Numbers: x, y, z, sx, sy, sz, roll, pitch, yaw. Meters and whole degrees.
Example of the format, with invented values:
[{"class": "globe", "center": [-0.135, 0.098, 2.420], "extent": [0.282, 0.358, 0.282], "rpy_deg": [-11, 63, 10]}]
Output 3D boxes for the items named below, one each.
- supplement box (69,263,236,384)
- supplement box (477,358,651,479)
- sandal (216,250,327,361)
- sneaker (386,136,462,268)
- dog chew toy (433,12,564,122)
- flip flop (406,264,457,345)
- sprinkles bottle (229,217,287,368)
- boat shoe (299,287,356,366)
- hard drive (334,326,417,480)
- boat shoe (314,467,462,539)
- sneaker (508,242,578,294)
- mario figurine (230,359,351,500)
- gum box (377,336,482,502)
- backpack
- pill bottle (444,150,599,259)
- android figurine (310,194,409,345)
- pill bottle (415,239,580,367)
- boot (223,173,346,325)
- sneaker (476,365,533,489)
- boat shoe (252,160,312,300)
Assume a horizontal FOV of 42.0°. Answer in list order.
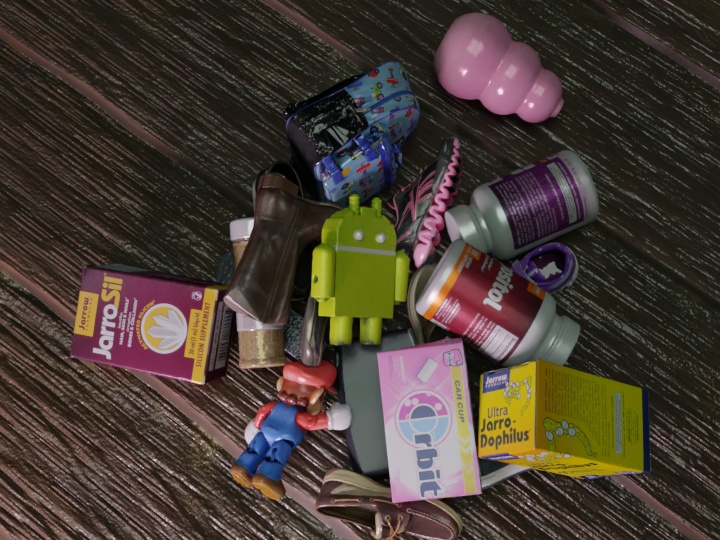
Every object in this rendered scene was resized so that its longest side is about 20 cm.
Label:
[{"class": "supplement box", "center": [-0.280, 0.070, 1.291], "extent": [0.197, 0.103, 0.133], "rpy_deg": [9, 92, 11]}, {"class": "supplement box", "center": [0.258, 0.193, 1.187], "extent": [0.198, 0.108, 0.111], "rpy_deg": [17, 67, -29]}, {"class": "sandal", "center": [-0.132, 0.056, 1.346], "extent": [0.076, 0.043, 0.200], "rpy_deg": [-44, 89, 0]}, {"class": "sneaker", "center": [0.087, -0.107, 1.359], "extent": [0.094, 0.079, 0.202], "rpy_deg": [17, 77, 18]}, {"class": "dog chew toy", "center": [0.207, -0.287, 1.370], "extent": [0.199, 0.125, 0.125], "rpy_deg": [31, 80, 0]}, {"class": "flip flop", "center": [0.109, 0.087, 1.293], "extent": [0.080, 0.057, 0.203], "rpy_deg": [16, 63, -29]}, {"class": "sprinkles bottle", "center": [-0.139, 0.030, 1.280], "extent": [0.067, 0.068, 0.203], "rpy_deg": [-4, 86, 1]}, {"class": "boat shoe", "center": [-0.036, 0.042, 1.303], "extent": [0.072, 0.075, 0.202], "rpy_deg": [14, 58, -3]}, {"class": "hard drive", "center": [0.037, 0.184, 1.304], "extent": [0.133, 0.042, 0.203], "rpy_deg": [-10, 77, 0]}, {"class": "boat shoe", "center": [0.035, 0.328, 1.244], "extent": [0.198, 0.073, 0.072], "rpy_deg": [18, 41, 10]}, {"class": "sneaker", "center": [0.222, 0.022, 1.311], "extent": [0.199, 0.089, 0.081], "rpy_deg": [-35, 79, -4]}, {"class": "mario figurine", "center": [-0.088, 0.215, 1.282], "extent": [0.123, 0.106, 0.201], "rpy_deg": [30, 68, 2]}, {"class": "gum box", "center": [0.089, 0.190, 1.210], "extent": [0.112, 0.066, 0.203], "rpy_deg": [-8, 77, 7]}, {"class": "backpack", "center": [0.004, -0.190, 1.323], "extent": [0.199, 0.183, 0.135], "rpy_deg": [-33, 74, -11]}, {"class": "pill bottle", "center": [0.223, -0.083, 1.319], "extent": [0.198, 0.112, 0.113], "rpy_deg": [-23, 77, -6]}, {"class": "android figurine", "center": [0.000, 0.000, 1.266], "extent": [0.041, 0.181, 0.203], "rpy_deg": [3, 87, 42]}, {"class": "pill bottle", "center": [0.181, 0.055, 1.229], "extent": [0.199, 0.113, 0.114], "rpy_deg": [31, 80, 1]}, {"class": "boot", "center": [-0.083, -0.003, 1.243], "extent": [0.185, 0.064, 0.202], "rpy_deg": [25, 60, -28]}, {"class": "sneaker", "center": [0.173, 0.210, 1.268], "extent": [0.200, 0.077, 0.148], "rpy_deg": [-18, 88, -12]}, {"class": "boat shoe", "center": [-0.107, -0.058, 1.339], "extent": [0.073, 0.063, 0.204], "rpy_deg": [-1, 68, -32]}]
